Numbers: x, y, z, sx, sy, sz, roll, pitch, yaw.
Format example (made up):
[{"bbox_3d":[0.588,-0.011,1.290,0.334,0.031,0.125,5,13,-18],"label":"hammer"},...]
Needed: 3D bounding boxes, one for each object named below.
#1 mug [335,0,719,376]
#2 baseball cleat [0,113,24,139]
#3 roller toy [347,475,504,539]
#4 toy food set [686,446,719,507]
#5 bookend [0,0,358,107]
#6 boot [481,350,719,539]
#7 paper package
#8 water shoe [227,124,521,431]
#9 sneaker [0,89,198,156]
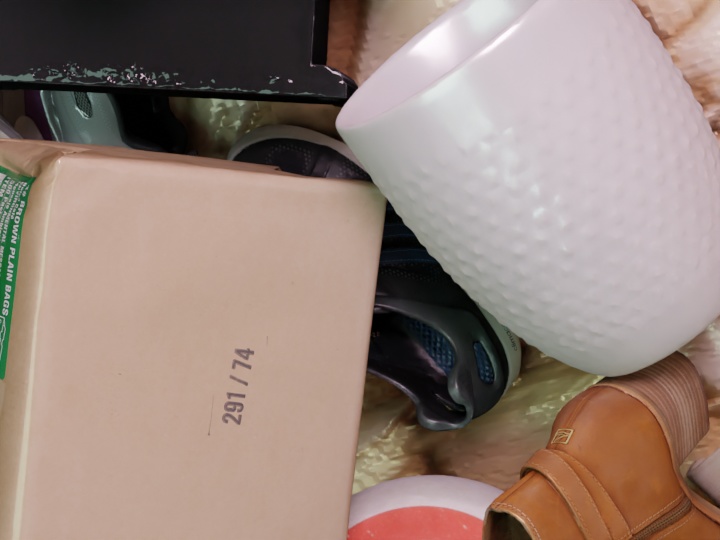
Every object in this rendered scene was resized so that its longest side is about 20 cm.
[{"bbox_3d":[0.086,-0.042,1.025,0.175,0.148,0.200,52,157,-13],"label":"mug"},{"bbox_3d":[-0.222,-0.088,1.126,0.070,0.106,0.200,-24,139,0],"label":"baseball cleat"},{"bbox_3d":[0.042,0.208,1.106,0.182,0.140,0.200,-4,67,12],"label":"roller toy"},{"bbox_3d":[0.269,0.095,1.030,0.143,0.060,0.200,43,134,5],"label":"toy food set"},{"bbox_3d":[-0.097,-0.188,1.067,0.198,0.092,0.200,3,93,5],"label":"bookend"},{"bbox_3d":[0.126,0.153,1.023,0.074,0.155,0.200,-5,114,42],"label":"boot"},{"bbox_3d":[-0.096,0.044,1.028,0.103,0.190,0.200,15,99,57],"label":"paper package"},{"bbox_3d":[0.000,0.000,1.118,0.200,0.079,0.072,41,125,7],"label":"water shoe"},{"bbox_3d":[-0.168,-0.121,1.166,0.200,0.078,0.140,47,125,-9],"label":"sneaker"}]
